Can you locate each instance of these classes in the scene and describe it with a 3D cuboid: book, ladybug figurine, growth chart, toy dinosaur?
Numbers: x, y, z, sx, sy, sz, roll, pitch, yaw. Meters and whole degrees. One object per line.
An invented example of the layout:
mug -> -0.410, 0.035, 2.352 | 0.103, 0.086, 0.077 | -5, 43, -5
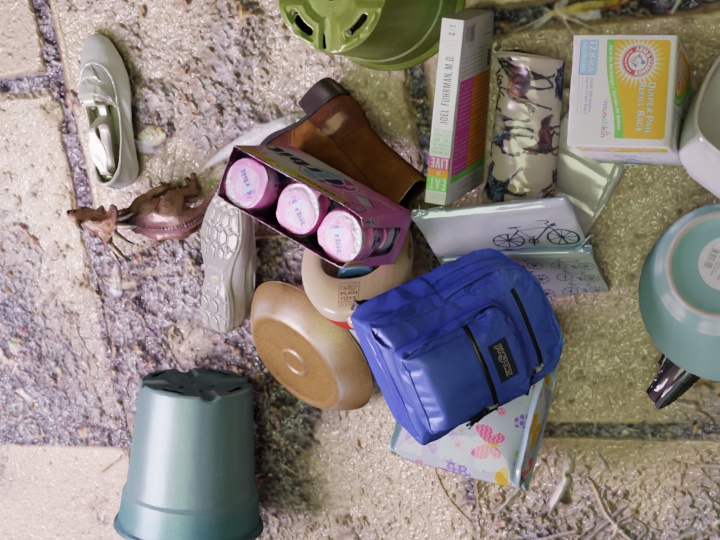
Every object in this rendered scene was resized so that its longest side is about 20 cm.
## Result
book -> 0.111, -0.186, 1.352 | 0.048, 0.134, 0.202 | 10, 108, 16
ladybug figurine -> 0.000, 0.000, 1.429 | 0.134, 0.201, 0.072 | -5, 132, 13
growth chart -> 0.230, -0.108, 1.393 | 0.144, 0.018, 0.201 | 36, 114, 8
toy dinosaur -> -0.257, -0.063, 1.527 | 0.198, 0.135, 0.087 | -11, 101, 23

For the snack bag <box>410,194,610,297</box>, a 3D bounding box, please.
snack bag -> 0.173, -0.020, 1.368 | 0.187, 0.022, 0.200 | -4, 148, 22

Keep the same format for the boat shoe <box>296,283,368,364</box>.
boat shoe -> -0.008, 0.060, 1.479 | 0.199, 0.066, 0.072 | 20, 145, 41

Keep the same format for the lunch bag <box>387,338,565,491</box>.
lunch bag -> 0.144, 0.145, 1.440 | 0.168, 0.127, 0.202 | 12, 83, 17

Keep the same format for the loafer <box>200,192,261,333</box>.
loafer -> -0.162, -0.018, 1.533 | 0.070, 0.070, 0.202 | 26, 122, 27

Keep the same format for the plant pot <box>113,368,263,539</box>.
plant pot -> -0.220, 0.240, 1.579 | 0.198, 0.200, 0.198 | 8, 101, 18

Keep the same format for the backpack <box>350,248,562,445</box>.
backpack -> 0.120, 0.083, 1.306 | 0.199, 0.168, 0.164 | -27, 113, -11

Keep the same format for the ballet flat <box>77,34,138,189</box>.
ballet flat -> -0.330, -0.202, 1.554 | 0.069, 0.069, 0.202 | -3, 104, 21

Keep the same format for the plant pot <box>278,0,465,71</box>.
plant pot -> -0.002, -0.309, 1.329 | 0.198, 0.190, 0.202 | 6, 108, 19

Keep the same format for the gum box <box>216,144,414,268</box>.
gum box -> -0.046, -0.071, 1.347 | 0.199, 0.113, 0.067 | 30, 109, 27

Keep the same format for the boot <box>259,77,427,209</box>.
boot -> -0.031, -0.099, 1.438 | 0.188, 0.068, 0.200 | -45, 64, 14

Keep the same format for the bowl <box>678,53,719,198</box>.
bowl -> 0.419, -0.122, 1.231 | 0.199, 0.200, 0.075 | 35, 140, 3

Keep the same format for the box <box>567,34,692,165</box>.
box -> 0.281, -0.172, 1.243 | 0.100, 0.200, 0.114 | 4, 92, 20

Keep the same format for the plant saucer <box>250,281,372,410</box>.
plant saucer -> -0.072, 0.105, 1.503 | 0.199, 0.035, 0.201 | 31, 144, 26

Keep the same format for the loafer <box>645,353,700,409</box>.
loafer -> 0.388, 0.067, 1.364 | 0.063, 0.072, 0.200 | 46, 110, 23

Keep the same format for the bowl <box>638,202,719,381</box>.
bowl -> 0.385, 0.009, 1.271 | 0.199, 0.105, 0.203 | -7, 71, 21

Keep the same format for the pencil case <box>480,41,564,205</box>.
pencil case -> 0.179, -0.152, 1.350 | 0.088, 0.078, 0.202 | 5, 106, 9
